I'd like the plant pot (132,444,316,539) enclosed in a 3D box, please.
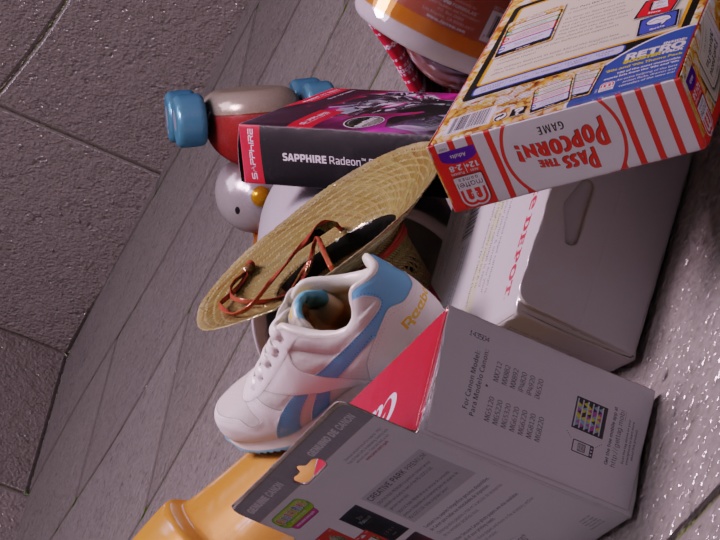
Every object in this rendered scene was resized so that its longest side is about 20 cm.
[{"bbox_3d":[-0.026,0.183,1.403,0.183,0.200,0.200,-51,13,1],"label":"plant pot"}]

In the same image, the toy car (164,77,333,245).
[{"bbox_3d":[-0.121,-0.113,2.471,0.177,0.184,0.201,-146,50,-77],"label":"toy car"}]

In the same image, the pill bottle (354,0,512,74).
[{"bbox_3d":[0.085,-0.238,1.411,0.112,0.112,0.200,-108,42,-72],"label":"pill bottle"}]

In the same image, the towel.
[{"bbox_3d":[0.048,-0.151,1.682,0.022,0.200,0.145,-26,23,13],"label":"towel"}]

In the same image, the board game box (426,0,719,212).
[{"bbox_3d":[0.137,-0.116,1.219,0.151,0.046,0.200,-13,25,27],"label":"board game box"}]

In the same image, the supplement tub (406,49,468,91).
[{"bbox_3d":[0.087,-0.185,1.597,0.200,0.107,0.107,-21,-45,-81],"label":"supplement tub"}]

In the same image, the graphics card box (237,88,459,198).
[{"bbox_3d":[0.025,-0.094,1.556,0.125,0.200,0.051,-25,-63,-51],"label":"graphics card box"}]

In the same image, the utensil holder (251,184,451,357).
[{"bbox_3d":[0.000,0.000,1.621,0.200,0.170,0.170,-102,36,-71],"label":"utensil holder"}]

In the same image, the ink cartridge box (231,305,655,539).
[{"bbox_3d":[0.042,0.106,1.226,0.200,0.175,0.084,-47,24,57],"label":"ink cartridge box"}]

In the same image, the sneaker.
[{"bbox_3d":[-0.028,0.050,1.332,0.200,0.081,0.077,-30,26,39],"label":"sneaker"}]

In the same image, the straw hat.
[{"bbox_3d":[-0.005,0.007,1.430,0.201,0.085,0.201,-33,16,10],"label":"straw hat"}]

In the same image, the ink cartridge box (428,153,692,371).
[{"bbox_3d":[0.112,0.000,1.329,0.200,0.083,0.146,141,149,-67],"label":"ink cartridge box"}]
